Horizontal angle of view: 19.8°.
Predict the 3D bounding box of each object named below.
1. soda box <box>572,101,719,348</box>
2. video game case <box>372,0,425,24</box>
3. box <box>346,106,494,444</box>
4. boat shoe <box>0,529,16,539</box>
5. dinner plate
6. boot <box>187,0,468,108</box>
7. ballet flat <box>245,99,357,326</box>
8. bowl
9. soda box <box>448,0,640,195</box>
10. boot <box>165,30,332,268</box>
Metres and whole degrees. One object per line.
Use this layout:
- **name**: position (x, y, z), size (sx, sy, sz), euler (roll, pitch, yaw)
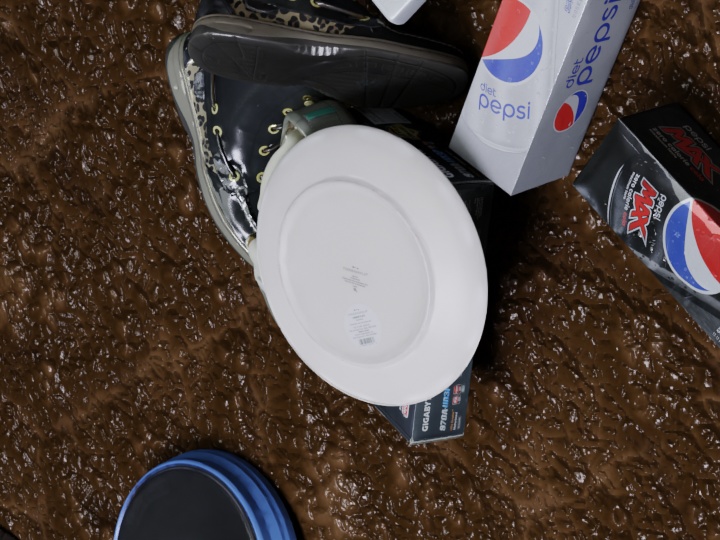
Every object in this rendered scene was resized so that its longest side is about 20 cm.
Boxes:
- **soda box**: position (0.230, -0.013, 1.309), size (0.200, 0.071, 0.063), euler (50, 131, 21)
- **video game case**: position (0.026, -0.302, 1.404), size (0.182, 0.023, 0.200), euler (-45, 70, 21)
- **box**: position (0.031, 0.000, 1.489), size (0.159, 0.046, 0.201), euler (-137, 47, -55)
- **boat shoe**: position (-0.371, 0.290, 2.001), size (0.200, 0.075, 0.072), euler (42, 133, 38)
- **dinner plate**: position (0.000, 0.000, 1.425), size (0.199, 0.024, 0.202), euler (15, 115, 34)
- **boot**: position (-0.019, -0.199, 1.466), size (0.073, 0.198, 0.152), euler (109, 166, -60)
- **ballet flat**: position (-0.054, -0.036, 1.514), size (0.067, 0.063, 0.201), euler (42, 130, 34)
- **bowl**: position (-0.136, 0.253, 1.744), size (0.200, 0.039, 0.202), euler (0, 90, 41)
- **soda box**: position (0.129, -0.152, 1.364), size (0.063, 0.068, 0.201), euler (40, 128, 28)
- **boot**: position (-0.056, -0.106, 1.558), size (0.153, 0.073, 0.205), euler (-21, 91, 42)
